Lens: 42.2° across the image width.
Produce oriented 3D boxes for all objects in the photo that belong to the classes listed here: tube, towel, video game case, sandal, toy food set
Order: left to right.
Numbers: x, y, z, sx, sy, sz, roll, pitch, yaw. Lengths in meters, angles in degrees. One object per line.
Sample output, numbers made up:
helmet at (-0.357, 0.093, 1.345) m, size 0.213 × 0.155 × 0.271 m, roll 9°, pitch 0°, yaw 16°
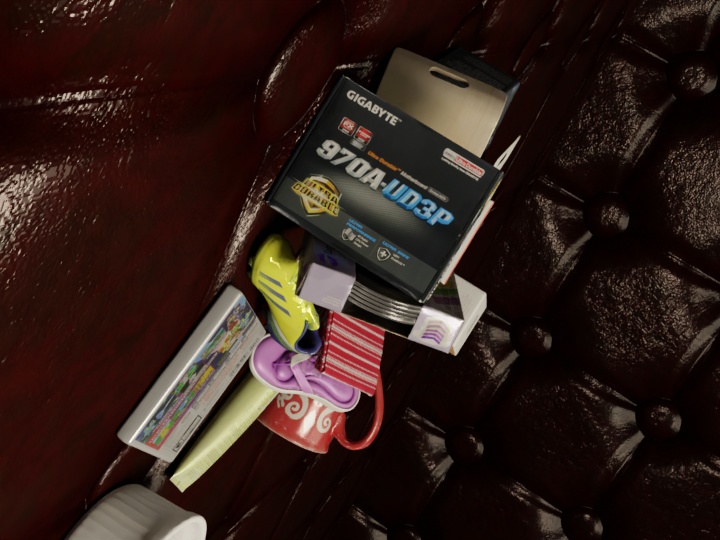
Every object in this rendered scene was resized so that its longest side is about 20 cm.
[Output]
video game case at (-0.188, 0.124, 1.076) m, size 0.201 × 0.023 × 0.182 m, roll -54°, pitch 167°, yaw -13°
tube at (-0.183, 0.211, 1.261) m, size 0.200 × 0.052 × 0.058 m, roll -50°, pitch 121°, yaw -17°
sandal at (-0.065, 0.136, 1.280) m, size 0.202 × 0.050 × 0.083 m, roll 27°, pitch 64°, yaw -40°
towel at (-0.006, 0.064, 1.318) m, size 0.144 × 0.022 × 0.202 m, roll 31°, pitch 62°, yaw -52°
toy food set at (0.070, -0.152, 1.126) m, size 0.061 × 0.143 × 0.201 m, roll -69°, pitch -178°, yaw -58°

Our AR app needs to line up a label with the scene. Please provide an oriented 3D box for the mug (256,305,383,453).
mug at (-0.043, 0.164, 1.413) m, size 0.201 × 0.177 × 0.133 m, roll -62°, pitch -166°, yaw 0°

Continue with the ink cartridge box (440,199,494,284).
ink cartridge box at (0.040, -0.082, 1.037) m, size 0.109 × 0.199 × 0.050 m, roll -58°, pitch 167°, yaw 7°

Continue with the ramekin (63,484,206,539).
ramekin at (-0.275, 0.345, 1.072) m, size 0.201 × 0.097 × 0.201 m, roll -53°, pitch 163°, yaw -24°

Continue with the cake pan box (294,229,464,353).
cake pan box at (0.021, 0.003, 1.068) m, size 0.200 × 0.183 × 0.053 m, roll -88°, pitch -161°, yaw -65°

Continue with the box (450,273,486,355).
box at (0.104, 0.043, 1.589) m, size 0.107 × 0.199 × 0.152 m, roll -57°, pitch 168°, yaw -4°

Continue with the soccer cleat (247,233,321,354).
soccer cleat at (-0.080, 0.030, 1.092) m, size 0.065 × 0.083 × 0.201 m, roll -48°, pitch 155°, yaw -26°

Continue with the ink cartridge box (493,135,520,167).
ink cartridge box at (0.141, -0.108, 1.330) m, size 0.201 × 0.050 × 0.162 m, roll -59°, pitch 173°, yaw 27°

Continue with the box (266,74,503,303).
box at (0.025, -0.084, 0.977) m, size 0.160 × 0.199 × 0.046 m, roll -57°, pitch 171°, yaw 2°

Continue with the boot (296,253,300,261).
boot at (0.000, 0.000, 1.206) m, size 0.201 × 0.146 × 0.070 m, roll -56°, pitch 169°, yaw -2°

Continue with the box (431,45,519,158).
box at (0.108, -0.190, 1.256) m, size 0.200 × 0.107 × 0.149 m, roll -42°, pitch 161°, yaw -48°
